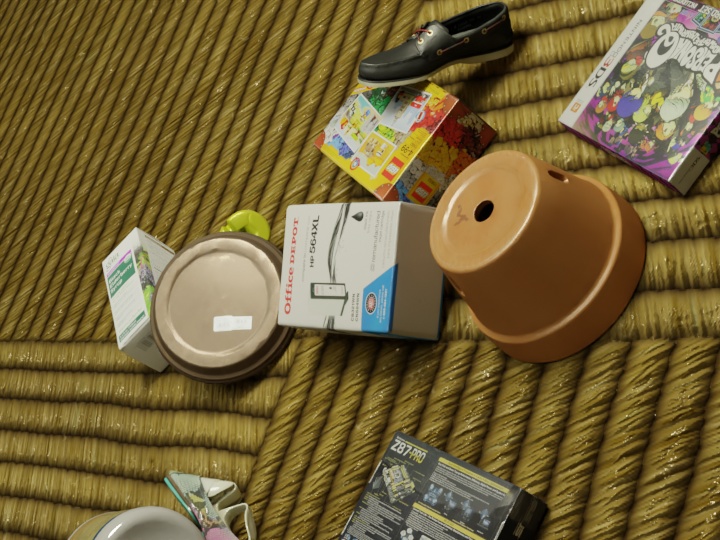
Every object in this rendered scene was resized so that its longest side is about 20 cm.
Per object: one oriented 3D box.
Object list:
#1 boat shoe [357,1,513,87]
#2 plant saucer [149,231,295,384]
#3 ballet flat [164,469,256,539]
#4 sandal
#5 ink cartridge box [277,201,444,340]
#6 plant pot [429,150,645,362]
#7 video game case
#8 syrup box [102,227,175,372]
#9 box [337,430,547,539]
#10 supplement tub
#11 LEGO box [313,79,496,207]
[{"bbox_3d":[0.087,-0.268,1.613,0.200,0.063,0.074,-19,33,-12],"label":"boat shoe"},{"bbox_3d":[-0.174,0.042,1.700,0.199,0.029,0.201,-4,72,12],"label":"plant saucer"},{"bbox_3d":[-0.161,0.285,1.560,0.071,0.069,0.200,-36,40,-5],"label":"ballet flat"},{"bbox_3d":[-0.193,0.009,1.783,0.200,0.080,0.087,-42,-2,-5],"label":"sandal"},{"bbox_3d":[0.000,0.000,1.538,0.199,0.084,0.147,0,84,48],"label":"ink cartridge box"},{"bbox_3d":[0.164,-0.026,1.358,0.200,0.140,0.201,-28,44,32],"label":"plant pot"},{"bbox_3d":[0.319,-0.190,1.396,0.182,0.036,0.200,-54,36,5],"label":"video game case"},{"bbox_3d":[-0.296,0.038,1.888,0.079,0.081,0.200,-43,39,16],"label":"syrup box"},{"bbox_3d":[0.068,0.259,1.320,0.200,0.049,0.162,16,77,53],"label":"box"},{"bbox_3d":[-0.259,0.342,1.522,0.200,0.144,0.145,-25,42,62],"label":"supplement tub"},{"bbox_3d":[0.050,-0.159,1.647,0.149,0.077,0.200,-52,36,3],"label":"LEGO box"}]
